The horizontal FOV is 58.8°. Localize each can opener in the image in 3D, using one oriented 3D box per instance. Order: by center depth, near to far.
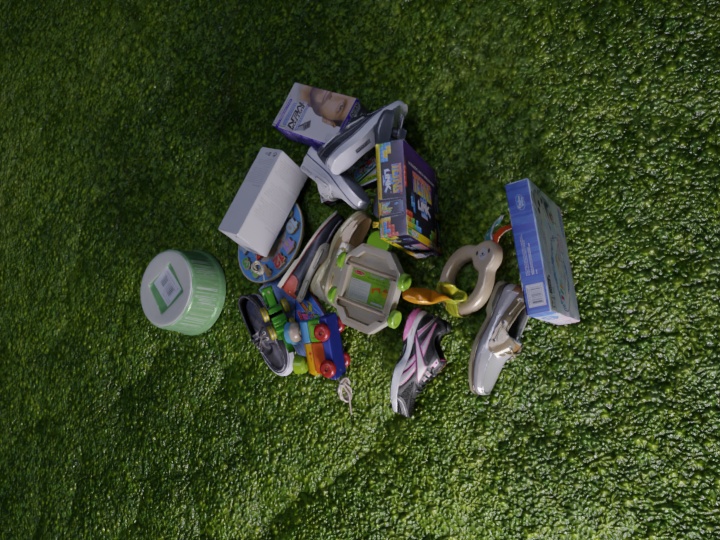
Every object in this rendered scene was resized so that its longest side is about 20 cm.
[{"bbox_3d":[0.045,-0.204,1.226,0.066,0.053,0.203,12,109,-6],"label":"can opener"}]

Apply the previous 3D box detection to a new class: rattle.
[{"bbox_3d":[0.175,-0.025,1.116,0.201,0.141,0.131,-57,19,26],"label":"rattle"}]

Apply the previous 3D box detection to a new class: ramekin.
[{"bbox_3d":[-0.418,0.047,1.485,0.197,0.097,0.204,-5,79,30],"label":"ramekin"}]

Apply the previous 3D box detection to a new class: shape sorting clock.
[{"bbox_3d":[-0.200,-0.071,1.400,0.197,0.039,0.204,-12,69,33],"label":"shape sorting clock"}]

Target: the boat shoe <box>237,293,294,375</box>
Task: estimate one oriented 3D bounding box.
[{"bbox_3d":[-0.208,0.134,1.366,0.069,0.066,0.202,-35,67,22],"label":"boat shoe"}]

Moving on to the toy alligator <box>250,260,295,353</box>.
[{"bbox_3d":[-0.182,0.077,1.335,0.058,0.054,0.203,-22,85,-14],"label":"toy alligator"}]

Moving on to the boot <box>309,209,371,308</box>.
[{"bbox_3d":[0.000,0.000,1.262,0.155,0.072,0.202,38,103,30],"label":"boot"}]

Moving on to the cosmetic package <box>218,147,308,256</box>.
[{"bbox_3d":[-0.203,-0.145,1.349,0.071,0.101,0.202,16,74,39],"label":"cosmetic package"}]

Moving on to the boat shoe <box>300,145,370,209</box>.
[{"bbox_3d":[-0.054,-0.172,1.289,0.066,0.073,0.200,-53,51,17],"label":"boat shoe"}]

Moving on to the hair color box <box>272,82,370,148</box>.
[{"bbox_3d":[-0.085,-0.318,1.345,0.198,0.065,0.111,26,86,38],"label":"hair color box"}]

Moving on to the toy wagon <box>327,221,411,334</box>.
[{"bbox_3d":[0.022,0.012,1.184,0.153,0.039,0.204,19,97,32],"label":"toy wagon"}]

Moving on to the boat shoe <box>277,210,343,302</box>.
[{"bbox_3d":[-0.092,-0.031,1.325,0.062,0.071,0.201,35,85,-3],"label":"boat shoe"}]

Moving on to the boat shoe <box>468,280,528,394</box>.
[{"bbox_3d":[0.242,0.121,1.099,0.068,0.074,0.204,15,89,36],"label":"boat shoe"}]

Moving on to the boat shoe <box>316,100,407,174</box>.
[{"bbox_3d":[0.002,-0.271,1.243,0.199,0.072,0.068,-41,65,-4],"label":"boat shoe"}]

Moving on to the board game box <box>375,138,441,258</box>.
[{"bbox_3d":[0.091,-0.122,1.154,0.056,0.199,0.169,-6,80,23],"label":"board game box"}]

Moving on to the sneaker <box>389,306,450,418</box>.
[{"bbox_3d":[0.112,0.175,1.169,0.085,0.080,0.204,13,94,20],"label":"sneaker"}]

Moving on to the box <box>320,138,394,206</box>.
[{"bbox_3d":[0.000,-0.219,1.319,0.197,0.035,0.112,-20,72,27],"label":"box"}]

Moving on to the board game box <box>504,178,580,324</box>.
[{"bbox_3d":[0.293,-0.022,1.020,0.043,0.198,0.204,-13,75,29],"label":"board game box"}]

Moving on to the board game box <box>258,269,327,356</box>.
[{"bbox_3d":[-0.136,0.082,1.360,0.103,0.019,0.201,-45,63,19],"label":"board game box"}]

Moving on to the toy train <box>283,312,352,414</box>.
[{"bbox_3d":[-0.084,0.191,1.271,0.114,0.084,0.204,-7,95,25],"label":"toy train"}]
